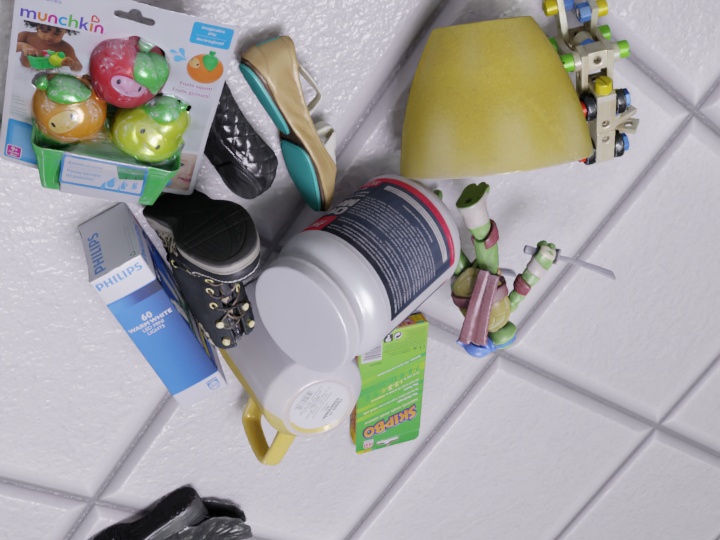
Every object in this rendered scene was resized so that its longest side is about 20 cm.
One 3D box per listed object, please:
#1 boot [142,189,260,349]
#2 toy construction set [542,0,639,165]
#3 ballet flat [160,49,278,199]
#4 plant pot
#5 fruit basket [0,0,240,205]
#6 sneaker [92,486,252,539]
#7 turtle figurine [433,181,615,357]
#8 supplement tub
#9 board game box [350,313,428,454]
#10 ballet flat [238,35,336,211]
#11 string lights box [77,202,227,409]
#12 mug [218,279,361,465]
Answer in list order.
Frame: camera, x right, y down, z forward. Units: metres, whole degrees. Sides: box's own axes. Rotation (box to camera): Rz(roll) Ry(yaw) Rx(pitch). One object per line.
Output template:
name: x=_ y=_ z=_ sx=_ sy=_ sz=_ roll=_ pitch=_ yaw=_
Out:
boot: x=-0.133 y=0.010 z=0.964 sx=0.073 sy=0.203 sz=0.155 roll=-31 pitch=121 yaw=-20
toy construction set: x=0.254 y=-0.196 z=1.080 sx=0.091 sy=0.132 sz=0.200 roll=-24 pitch=136 yaw=10
ballet flat: x=-0.142 y=-0.156 z=0.966 sx=0.066 sy=0.057 sz=0.201 roll=-1 pitch=136 yaw=29
plant pot: x=0.131 y=-0.180 z=1.000 sx=0.198 sy=0.200 sz=0.144 roll=-11 pitch=103 yaw=-19
fruit basket: x=-0.217 y=-0.149 z=0.866 sx=0.183 sy=0.094 sz=0.201 roll=9 pitch=141 yaw=-19
sneaker: x=-0.245 y=0.348 z=1.255 sx=0.199 sy=0.060 sz=0.105 roll=-31 pitch=126 yaw=-8
turtle figurine: x=0.155 y=-0.021 z=1.157 sx=0.199 sy=0.144 sz=0.195 roll=-36 pitch=116 yaw=-11
supplement tub: x=0.000 y=0.000 z=1.030 sx=0.200 sy=0.139 sz=0.141 roll=-39 pitch=140 yaw=-39
board game box: x=0.035 y=0.150 z=1.275 sx=0.095 sy=0.030 sz=0.202 roll=-11 pitch=124 yaw=-18
ballet flat: x=-0.056 y=-0.146 z=0.997 sx=0.063 sy=0.069 sz=0.201 roll=-38 pitch=133 yaw=-15
string lights box: x=-0.214 y=0.040 z=1.023 sx=0.059 sy=0.103 sz=0.201 roll=-27 pitch=131 yaw=-2
mug: x=-0.069 y=0.120 z=1.119 sx=0.148 sy=0.153 sz=0.188 roll=-19 pitch=129 yaw=-14
